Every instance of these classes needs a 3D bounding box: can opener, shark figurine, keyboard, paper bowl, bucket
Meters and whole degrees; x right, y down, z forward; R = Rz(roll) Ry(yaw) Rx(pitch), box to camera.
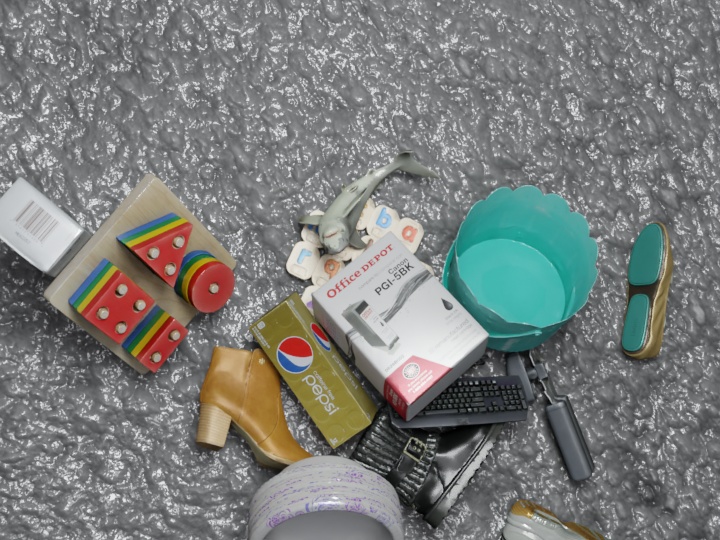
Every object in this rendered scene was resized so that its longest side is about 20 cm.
[{"bbox_3d":[0.268,0.205,1.387,0.066,0.053,0.202,-22,88,21],"label":"can opener"},{"bbox_3d":[0.005,-0.080,1.349,0.215,0.127,0.090,-48,119,-28],"label":"shark figurine"},{"bbox_3d":[0.127,0.159,1.335,0.198,0.021,0.128,-1,43,-13],"label":"keyboard"},{"bbox_3d":[-0.046,0.319,1.256,0.198,0.202,0.105,3,40,-9],"label":"paper bowl"},{"bbox_3d":[0.211,0.005,1.322,0.205,0.135,0.209,2,64,-5],"label":"bucket"}]

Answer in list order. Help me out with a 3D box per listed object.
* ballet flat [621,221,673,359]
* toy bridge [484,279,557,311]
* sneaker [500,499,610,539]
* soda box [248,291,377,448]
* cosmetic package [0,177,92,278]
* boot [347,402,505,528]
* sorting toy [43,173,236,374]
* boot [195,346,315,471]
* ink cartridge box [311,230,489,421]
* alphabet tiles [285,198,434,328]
[{"bbox_3d":[0.425,0.032,1.427,0.063,0.068,0.202,17,83,-36],"label":"ballet flat"},{"bbox_3d":[0.191,0.073,1.391,0.198,0.027,0.068,-16,88,-12],"label":"toy bridge"},{"bbox_3d":[0.285,0.398,1.360,0.198,0.076,0.088,26,96,-3],"label":"sneaker"},{"bbox_3d":[-0.062,0.133,1.310,0.067,0.064,0.201,-34,93,12],"label":"soda box"},{"bbox_3d":[-0.391,-0.044,1.215,0.101,0.200,0.074,40,80,-2],"label":"cosmetic package"},{"bbox_3d":[0.096,0.226,1.333,0.157,0.080,0.211,37,65,10],"label":"boot"},{"bbox_3d":[-0.259,0.019,1.236,0.069,0.200,0.199,30,76,40],"label":"sorting toy"},{"bbox_3d":[-0.119,0.186,1.308,0.200,0.071,0.145,22,65,-21],"label":"boot"},{"bbox_3d":[0.050,0.071,1.289,0.146,0.083,0.200,-39,71,-14],"label":"ink cartridge box"},{"bbox_3d":[0.000,0.000,1.372,0.198,0.015,0.197,26,81,-6],"label":"alphabet tiles"}]
